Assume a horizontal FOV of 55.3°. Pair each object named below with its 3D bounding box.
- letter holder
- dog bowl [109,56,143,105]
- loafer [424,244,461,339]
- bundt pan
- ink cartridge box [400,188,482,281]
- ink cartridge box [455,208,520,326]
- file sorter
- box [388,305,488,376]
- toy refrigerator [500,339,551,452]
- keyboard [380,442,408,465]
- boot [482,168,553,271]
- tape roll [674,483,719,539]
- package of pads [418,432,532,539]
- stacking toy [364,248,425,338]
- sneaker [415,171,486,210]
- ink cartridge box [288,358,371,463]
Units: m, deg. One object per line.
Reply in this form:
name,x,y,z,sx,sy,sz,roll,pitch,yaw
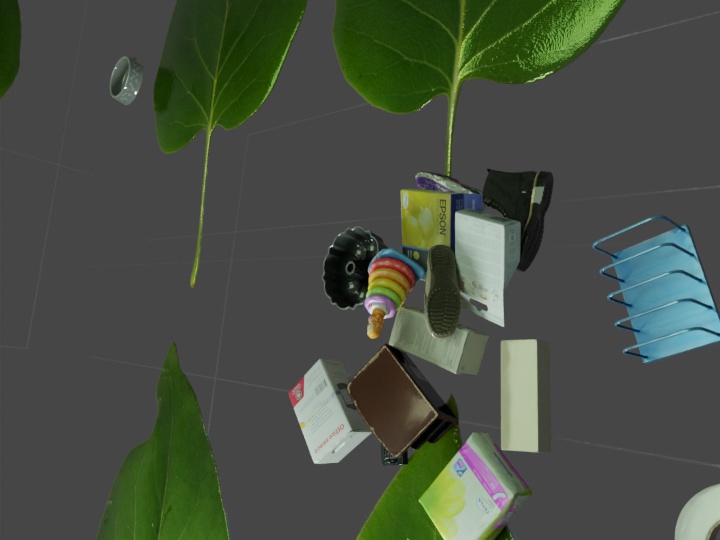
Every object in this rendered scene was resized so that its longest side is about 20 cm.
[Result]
letter holder,0.082,0.283,1.454,0.142,0.100,0.200,-46,56,10
dog bowl,-0.973,-0.792,2.848,0.198,0.058,0.203,-13,72,43
loafer,0.168,0.049,1.407,0.074,0.068,0.203,3,66,4
bundt pan,0.000,0.000,1.656,0.200,0.075,0.205,-14,70,42
ink cartridge box,0.171,-0.071,1.482,0.199,0.047,0.201,12,108,48
ink cartridge box,0.250,-0.010,1.359,0.160,0.047,0.203,26,124,59
file sorter,0.482,0.032,1.130,0.138,0.122,0.203,-27,62,38
box,0.163,0.146,1.454,0.199,0.077,0.096,21,94,46
toy refrigerator,0.312,0.234,1.292,0.075,0.070,0.203,-7,76,37
keyboard,0.071,0.328,1.531,0.103,0.039,0.203,-18,69,42
boot,0.294,-0.105,1.371,0.137,0.077,0.203,12,75,33
tape roll,0.568,0.415,1.009,0.201,0.037,0.206,-13,72,43
package of pads,0.221,0.441,1.331,0.201,0.068,0.155,-56,46,20
stacking toy,0.050,0.062,1.465,0.116,0.109,0.201,-45,17,50
sneaker,0.188,-0.161,1.508,0.199,0.080,0.084,35,111,44
ink cartridge box,-0.075,0.336,1.644,0.148,0.085,0.201,-46,53,27
